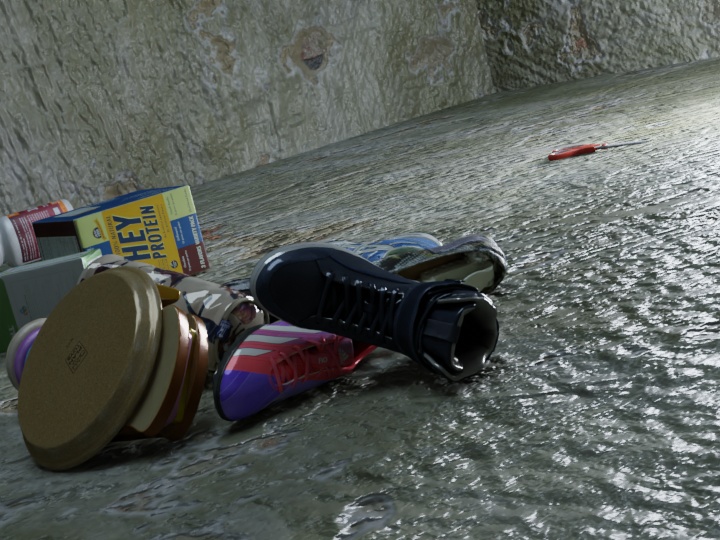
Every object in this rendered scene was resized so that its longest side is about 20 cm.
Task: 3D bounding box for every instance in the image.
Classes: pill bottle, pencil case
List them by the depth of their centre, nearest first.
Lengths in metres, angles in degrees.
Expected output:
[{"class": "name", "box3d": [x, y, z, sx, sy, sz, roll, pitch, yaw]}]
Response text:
[{"class": "pencil case", "box3d": [-0.192, 0.044, 1.164, 0.197, 0.079, 0.090, 15, 48, 27]}, {"class": "pill bottle", "box3d": [-0.707, -0.073, 2.521, 0.198, 0.115, 0.112, -20, 12, -27]}]

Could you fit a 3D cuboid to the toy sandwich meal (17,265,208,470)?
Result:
[{"class": "toy sandwich meal", "box3d": [-0.217, 0.087, 1.027, 0.203, 0.208, 0.070, -4, -28, 43]}]

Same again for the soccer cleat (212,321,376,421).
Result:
[{"class": "soccer cleat", "box3d": [-0.049, 0.075, 1.024, 0.072, 0.069, 0.199, 7, 21, 33]}]

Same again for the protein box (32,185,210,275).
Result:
[{"class": "protein box", "box3d": [-0.377, -0.040, 1.847, 0.196, 0.137, 0.199, -20, 12, -31]}]

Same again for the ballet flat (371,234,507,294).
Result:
[{"class": "ballet flat", "box3d": [0.060, 0.016, 1.179, 0.197, 0.073, 0.072, -18, 11, -15]}]

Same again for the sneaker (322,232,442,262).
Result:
[{"class": "sneaker", "box3d": [0.000, 0.000, 1.296, 0.197, 0.077, 0.077, -16, 6, -1]}]

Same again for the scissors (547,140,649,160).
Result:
[{"class": "scissors", "box3d": [0.410, -0.213, 2.014, 0.198, 0.014, 0.073, -9, 10, 36]}]

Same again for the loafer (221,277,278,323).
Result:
[{"class": "loafer", "box3d": [-0.162, 0.064, 1.242, 0.197, 0.069, 0.071, -17, 48, -8]}]

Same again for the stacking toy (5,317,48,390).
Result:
[{"class": "stacking toy", "box3d": [-0.278, 0.104, 1.162, 0.084, 0.087, 0.199, -21, 19, -32]}]

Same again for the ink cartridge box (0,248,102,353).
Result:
[{"class": "ink cartridge box", "box3d": [-0.428, 0.045, 1.563, 0.197, 0.106, 0.059, -12, 10, 16]}]

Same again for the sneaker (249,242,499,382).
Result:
[{"class": "sneaker", "box3d": [0.018, 0.031, 0.959, 0.199, 0.078, 0.146, 13, 4, -21]}]
